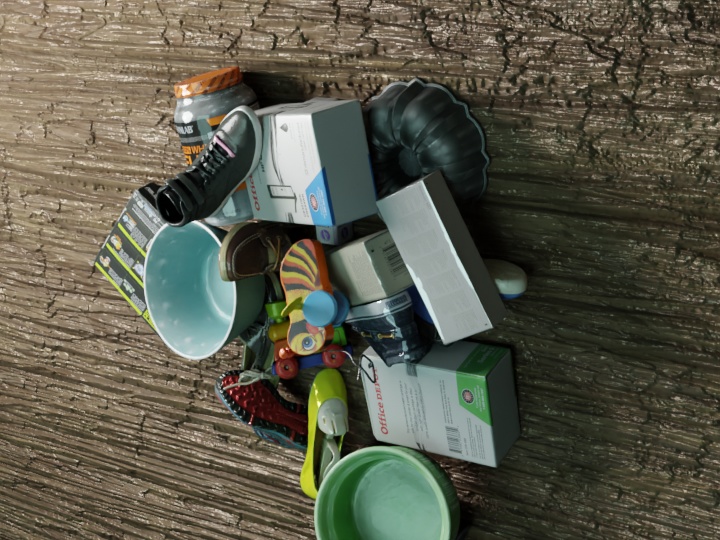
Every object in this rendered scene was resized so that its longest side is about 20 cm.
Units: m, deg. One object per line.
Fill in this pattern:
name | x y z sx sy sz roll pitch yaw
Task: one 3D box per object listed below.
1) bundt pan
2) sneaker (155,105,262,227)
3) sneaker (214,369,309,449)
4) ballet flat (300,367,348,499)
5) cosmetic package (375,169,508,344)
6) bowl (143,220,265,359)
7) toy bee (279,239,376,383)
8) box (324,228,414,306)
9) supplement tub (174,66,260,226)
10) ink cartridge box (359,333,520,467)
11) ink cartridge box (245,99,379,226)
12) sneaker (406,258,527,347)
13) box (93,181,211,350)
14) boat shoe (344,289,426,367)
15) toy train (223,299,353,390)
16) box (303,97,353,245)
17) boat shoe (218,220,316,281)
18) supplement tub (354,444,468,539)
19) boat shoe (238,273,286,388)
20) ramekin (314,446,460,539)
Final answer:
bundt pan | 0.064 -0.140 1.562 0.199 0.076 0.205 15 119 29
sneaker | -0.200 -0.127 1.580 0.071 0.099 0.201 45 129 9
sneaker | -0.151 0.224 1.846 0.199 0.080 0.095 36 145 -25
ballet flat | -0.047 0.250 1.805 0.067 0.066 0.204 28 112 60
cosmetic package | 0.103 -0.016 1.510 0.082 0.050 0.202 -21 98 41
bowl | -0.214 0.021 1.757 0.199 0.104 0.205 8 102 39
toy bee | -0.070 0.067 1.596 0.107 0.131 0.203 -25 61 16
box | 0.000 0.000 1.632 0.199 0.068 0.083 -13 102 62
supplement tub | -0.188 -0.175 1.692 0.121 0.122 0.203 -4 109 36
ink cartridge box | 0.110 0.172 1.665 0.197 0.084 0.148 9 122 32
ink cartridge box | -0.074 -0.141 1.582 0.199 0.083 0.148 6 112 54
sneaker | 0.137 0.046 1.595 0.198 0.076 0.113 6 109 37
box | -0.315 -0.005 1.915 0.200 0.047 0.194 46 132 8
boat shoe | 0.028 0.083 1.639 0.200 0.070 0.092 166 85 -74
toy train | -0.116 0.096 1.753 0.197 0.085 0.118 -13 93 1
box | -0.045 -0.136 1.664 0.041 0.039 0.203 11 117 34
boat shoe | -0.124 -0.032 1.667 0.071 0.199 0.073 4 105 25
supplement tub | 0.060 0.351 1.779 0.198 0.107 0.108 32 127 19
boat shoe | -0.152 0.098 1.822 0.072 0.065 0.204 -127 35 -51
ramekin | 0.044 0.340 1.677 0.197 0.097 0.204 0 89 20
